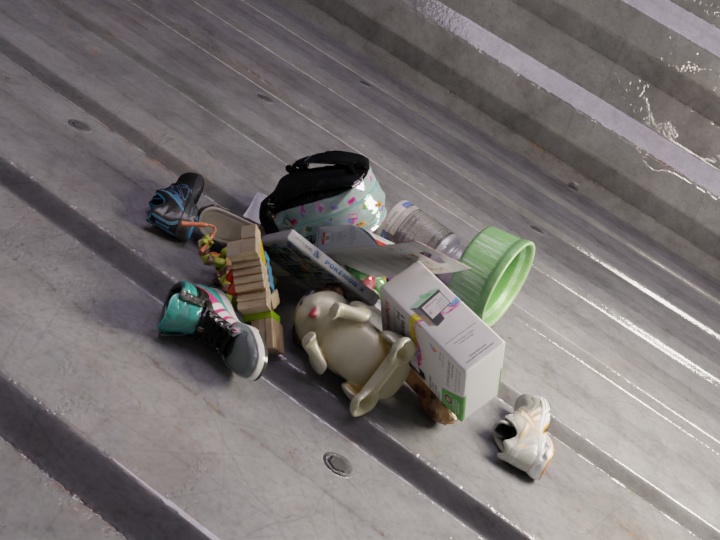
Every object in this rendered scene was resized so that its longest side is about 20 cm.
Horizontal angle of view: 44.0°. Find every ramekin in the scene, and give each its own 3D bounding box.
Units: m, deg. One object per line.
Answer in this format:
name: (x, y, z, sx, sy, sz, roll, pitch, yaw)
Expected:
ramekin: (0.265, 0.008, 1.832, 0.097, 0.201, 0.199, 31, 22, 23)

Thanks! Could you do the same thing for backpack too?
backpack: (-0.055, -0.118, 1.516, 0.127, 0.198, 0.168, 60, 34, -33)

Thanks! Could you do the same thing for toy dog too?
toy dog: (-0.017, 0.102, 1.374, 0.200, 0.140, 0.194, 39, 11, 20)

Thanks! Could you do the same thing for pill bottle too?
pill bottle: (0.141, -0.051, 1.895, 0.199, 0.114, 0.113, 37, 24, 21)

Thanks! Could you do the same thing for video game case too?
video game case: (-0.078, -0.002, 1.472, 0.182, 0.022, 0.200, 38, -14, -18)

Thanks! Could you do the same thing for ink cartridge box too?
ink cartridge box: (0.052, -0.035, 1.410, 0.199, 0.051, 0.162, -7, -20, 38)
ink cartridge box: (0.120, 0.106, 1.359, 0.084, 0.145, 0.200, -32, 56, -20)

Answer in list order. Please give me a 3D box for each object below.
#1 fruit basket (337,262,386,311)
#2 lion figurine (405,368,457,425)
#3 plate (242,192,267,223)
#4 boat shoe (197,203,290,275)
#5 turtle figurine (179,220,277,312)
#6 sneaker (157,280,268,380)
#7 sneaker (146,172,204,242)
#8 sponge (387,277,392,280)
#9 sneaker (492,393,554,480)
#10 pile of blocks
fruit basket: (0.000, 0.000, 1.577, 0.185, 0.094, 0.200, 41, 7, -23)
lion figurine: (0.096, 0.170, 1.450, 0.199, 0.073, 0.122, 36, 25, 20)
plate: (-0.133, -0.064, 1.705, 0.198, 0.032, 0.200, 27, 23, -6)
boat shoe: (-0.197, -0.056, 1.566, 0.199, 0.072, 0.060, 27, 7, -22)
turtle figurine: (-0.209, 0.009, 1.418, 0.199, 0.064, 0.162, 33, 26, -40)
sneaker: (-0.217, 0.078, 1.242, 0.120, 0.084, 0.200, 14, 19, -43)
sneaker: (-0.322, -0.127, 1.556, 0.081, 0.074, 0.200, 21, 24, -17)
sponge: (0.085, 0.010, 1.769, 0.111, 0.030, 0.201, 25, 24, -47)
sneaker: (0.262, 0.255, 1.473, 0.091, 0.076, 0.200, 23, 22, -4)
pile of blocks: (-0.163, 0.034, 1.331, 0.061, 0.202, 0.082, -8, 7, 9)
